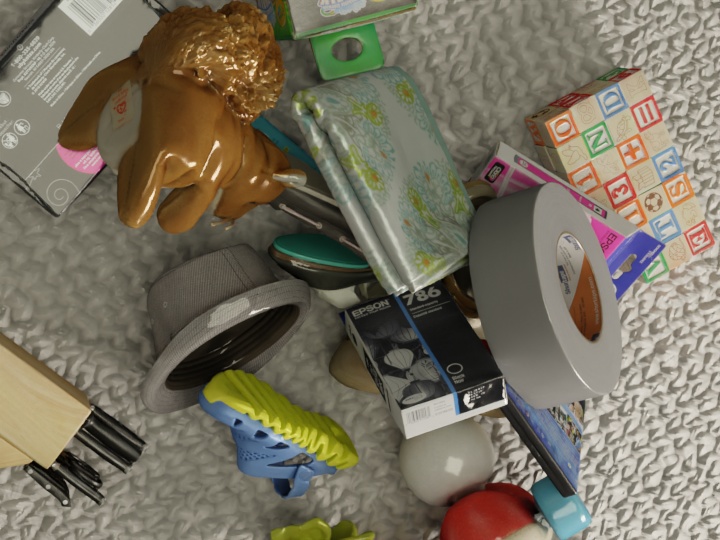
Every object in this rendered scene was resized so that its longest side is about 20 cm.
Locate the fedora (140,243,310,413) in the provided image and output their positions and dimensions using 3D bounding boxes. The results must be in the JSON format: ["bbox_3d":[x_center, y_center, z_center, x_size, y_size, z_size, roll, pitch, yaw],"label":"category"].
[{"bbox_3d":[-0.138,0.042,1.383,0.177,0.200,0.090,-22,72,-29],"label":"fedora"}]

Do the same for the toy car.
[{"bbox_3d":[0.101,0.210,1.488,0.184,0.177,0.200,-31,78,4],"label":"toy car"}]

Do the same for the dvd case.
[{"bbox_3d":[0.174,0.100,1.432,0.018,0.200,0.143,-23,117,27],"label":"dvd case"}]

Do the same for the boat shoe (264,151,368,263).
[{"bbox_3d":[-0.044,-0.058,1.376,0.200,0.067,0.057,26,113,1],"label":"boat shoe"}]

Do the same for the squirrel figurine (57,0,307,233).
[{"bbox_3d":[-0.120,-0.124,1.252,0.186,0.141,0.200,17,105,-46],"label":"squirrel figurine"}]

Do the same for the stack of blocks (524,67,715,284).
[{"bbox_3d":[0.262,-0.089,1.511,0.115,0.059,0.200,-29,105,-8],"label":"stack of blocks"}]

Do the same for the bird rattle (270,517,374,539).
[{"bbox_3d":[-0.033,0.341,1.443,0.113,0.163,0.200,16,83,-51],"label":"bird rattle"}]

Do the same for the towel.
[{"bbox_3d":[0.033,-0.082,1.322,0.048,0.171,0.200,-29,89,29],"label":"towel"}]

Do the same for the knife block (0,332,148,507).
[{"bbox_3d":[-0.290,0.123,1.396,0.175,0.064,0.200,-8,100,-14],"label":"knife block"}]

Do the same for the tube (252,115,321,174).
[{"bbox_3d":[-0.101,-0.114,1.422,0.200,0.050,0.078,36,82,-12],"label":"tube"}]

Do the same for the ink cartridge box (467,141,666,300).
[{"bbox_3d":[0.192,-0.038,1.474,0.200,0.037,0.095,30,126,-9],"label":"ink cartridge box"}]

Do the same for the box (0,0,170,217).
[{"bbox_3d":[-0.252,-0.164,1.331,0.132,0.115,0.200,41,86,-10],"label":"box"}]

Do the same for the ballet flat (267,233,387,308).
[{"bbox_3d":[0.000,0.000,1.435,0.200,0.068,0.069,-5,121,-31],"label":"ballet flat"}]

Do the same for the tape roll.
[{"bbox_3d":[0.173,0.023,1.375,0.066,0.200,0.201,-16,106,27],"label":"tape roll"}]

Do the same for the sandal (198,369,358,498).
[{"bbox_3d":[-0.087,0.164,1.428,0.087,0.080,0.200,-44,132,9],"label":"sandal"}]

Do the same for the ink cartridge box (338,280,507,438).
[{"bbox_3d":[0.050,0.066,1.363,0.099,0.200,0.039,-19,126,-10],"label":"ink cartridge box"}]

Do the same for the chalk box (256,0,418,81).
[{"bbox_3d":[-0.031,-0.278,1.372,0.124,0.124,0.200,-15,103,-13],"label":"chalk box"}]

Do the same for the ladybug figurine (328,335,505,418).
[{"bbox_3d":[0.070,0.093,1.445,0.200,0.136,0.072,11,86,6],"label":"ladybug figurine"}]

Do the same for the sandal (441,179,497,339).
[{"bbox_3d":[0.112,0.005,1.453,0.080,0.054,0.200,-22,132,-24],"label":"sandal"}]
